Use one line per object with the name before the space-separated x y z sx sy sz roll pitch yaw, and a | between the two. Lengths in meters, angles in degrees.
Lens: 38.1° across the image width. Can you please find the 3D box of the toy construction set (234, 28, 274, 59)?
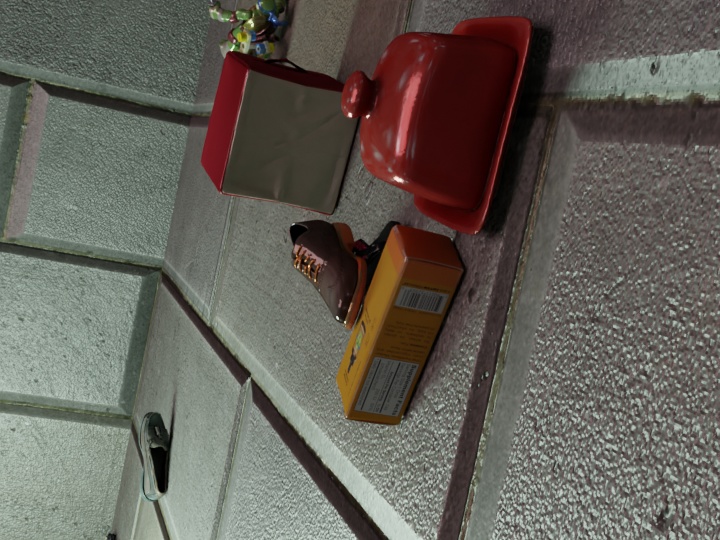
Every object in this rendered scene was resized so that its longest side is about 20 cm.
toy construction set | -0.211 -0.355 1.972 0.200 0.091 0.132 132 121 -70

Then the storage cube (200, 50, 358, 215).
storage cube | -0.115 -0.193 1.473 0.180 0.170 0.202 -133 56 -66

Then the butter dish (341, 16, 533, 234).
butter dish | 0.053 -0.151 0.983 0.200 0.147 0.201 -143 64 -69

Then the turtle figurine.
turtle figurine | -0.217 -0.504 2.000 0.144 0.200 0.194 -50 -1 -28

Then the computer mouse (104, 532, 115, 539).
computer mouse | -0.691 0.793 2.863 0.200 0.044 0.111 172 112 -77

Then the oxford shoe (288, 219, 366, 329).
oxford shoe | -0.041 0.002 1.144 0.200 0.072 0.072 -114 40 -63

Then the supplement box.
supplement box | 0.035 0.059 1.052 0.067 0.068 0.201 -106 34 -56

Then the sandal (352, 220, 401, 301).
sandal | 0.000 0.000 1.219 0.200 0.045 0.076 137 140 -61

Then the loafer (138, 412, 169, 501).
loafer | -0.454 0.414 2.342 0.063 0.071 0.202 -22 64 45
